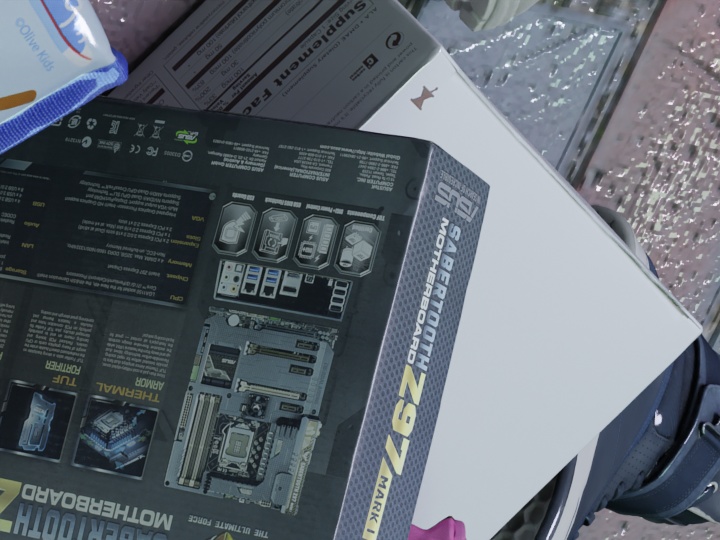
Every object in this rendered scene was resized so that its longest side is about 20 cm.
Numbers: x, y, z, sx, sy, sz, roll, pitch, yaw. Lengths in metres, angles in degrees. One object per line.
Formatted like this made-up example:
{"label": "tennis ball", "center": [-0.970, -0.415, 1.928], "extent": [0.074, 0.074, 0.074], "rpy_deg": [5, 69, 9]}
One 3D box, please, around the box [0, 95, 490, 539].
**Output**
{"label": "box", "center": [-0.071, 0.027, 0.909], "extent": [0.051, 0.199, 0.158], "rpy_deg": [32, 69, -59]}

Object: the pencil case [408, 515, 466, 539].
{"label": "pencil case", "center": [-0.058, 0.119, 1.002], "extent": [0.199, 0.091, 0.094], "rpy_deg": [4, 162, 9]}

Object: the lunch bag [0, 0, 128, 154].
{"label": "lunch bag", "center": [-0.201, -0.086, 0.830], "extent": [0.200, 0.124, 0.170], "rpy_deg": [-33, 122, -2]}

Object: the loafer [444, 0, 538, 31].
{"label": "loafer", "center": [0.066, -0.141, 0.962], "extent": [0.070, 0.070, 0.200], "rpy_deg": [-38, 178, -15]}

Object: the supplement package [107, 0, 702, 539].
{"label": "supplement package", "center": [0.000, 0.000, 1.045], "extent": [0.156, 0.111, 0.200], "rpy_deg": [-44, 133, 3]}

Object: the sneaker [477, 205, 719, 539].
{"label": "sneaker", "center": [0.090, 0.097, 1.157], "extent": [0.146, 0.077, 0.203], "rpy_deg": [50, 61, -47]}
